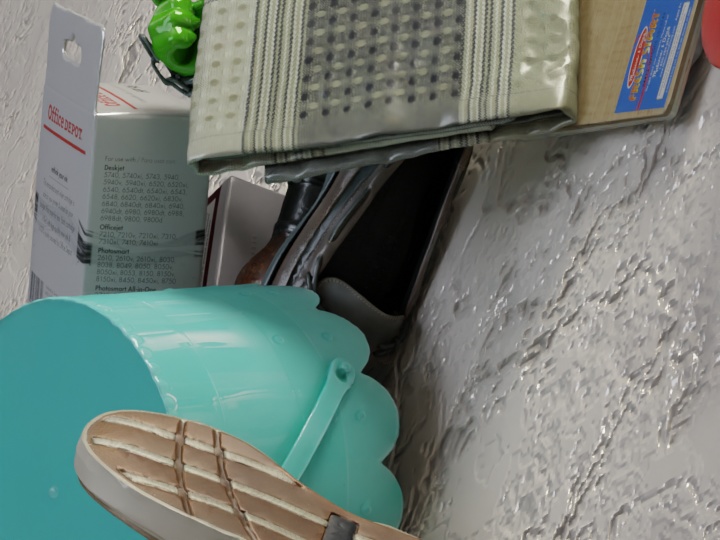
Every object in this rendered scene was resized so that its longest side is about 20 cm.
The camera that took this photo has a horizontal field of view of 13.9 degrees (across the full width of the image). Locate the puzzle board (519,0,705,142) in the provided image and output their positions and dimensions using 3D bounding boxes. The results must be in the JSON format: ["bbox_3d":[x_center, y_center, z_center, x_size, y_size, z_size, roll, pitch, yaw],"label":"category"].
[{"bbox_3d":[0.133,-0.156,1.320,0.151,0.017,0.201,-3,70,66],"label":"puzzle board"}]

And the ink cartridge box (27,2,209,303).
[{"bbox_3d":[-0.126,-0.032,1.533,0.116,0.067,0.202,-150,63,-67],"label":"ink cartridge box"}]

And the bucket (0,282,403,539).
[{"bbox_3d":[-0.093,0.103,1.378,0.206,0.134,0.209,-2,87,45],"label":"bucket"}]

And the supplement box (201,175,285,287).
[{"bbox_3d":[-0.097,0.043,1.641,0.200,0.061,0.110,-39,37,52],"label":"supplement box"}]

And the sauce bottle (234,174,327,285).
[{"bbox_3d":[-0.042,0.040,1.507,0.066,0.066,0.201,-8,62,66],"label":"sauce bottle"}]

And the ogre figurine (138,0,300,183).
[{"bbox_3d":[-0.037,-0.125,1.511,0.098,0.120,0.200,-25,19,15],"label":"ogre figurine"}]

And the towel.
[{"bbox_3d":[0.013,-0.131,1.385,0.191,0.035,0.201,-7,55,17],"label":"towel"}]

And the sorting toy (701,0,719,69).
[{"bbox_3d":[0.188,-0.161,1.113,0.201,0.069,0.199,-60,23,24],"label":"sorting toy"}]

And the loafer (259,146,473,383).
[{"bbox_3d":[0.000,0.000,1.436,0.063,0.072,0.201,18,86,63],"label":"loafer"}]

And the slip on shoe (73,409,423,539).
[{"bbox_3d":[-0.033,0.125,1.243,0.076,0.199,0.061,-64,-3,-60],"label":"slip on shoe"}]
